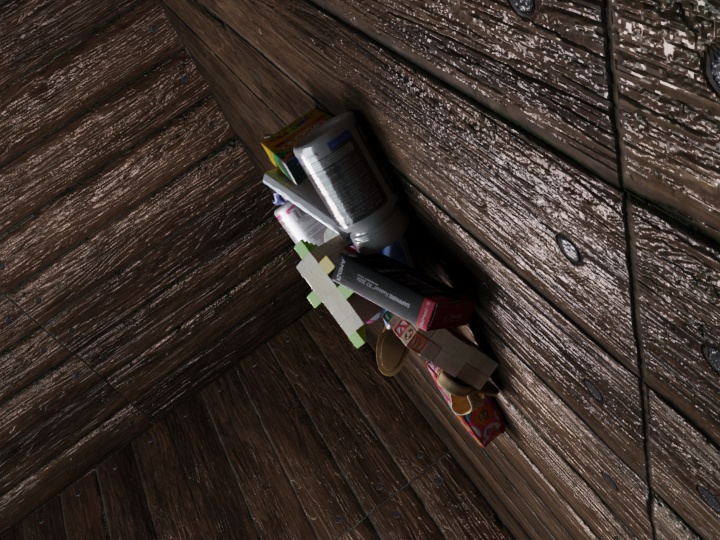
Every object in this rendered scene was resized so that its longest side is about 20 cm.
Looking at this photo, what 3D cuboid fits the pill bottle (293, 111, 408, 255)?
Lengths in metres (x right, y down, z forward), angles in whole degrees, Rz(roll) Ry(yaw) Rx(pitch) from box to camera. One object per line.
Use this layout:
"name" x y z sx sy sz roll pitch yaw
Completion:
"pill bottle" -0.010 -0.134 1.037 0.202 0.113 0.114 59 172 -20

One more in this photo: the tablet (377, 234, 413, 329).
"tablet" 0.055 0.002 1.205 0.202 0.013 0.132 105 153 -52

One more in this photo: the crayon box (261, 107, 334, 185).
"crayon box" -0.102 -0.230 1.183 0.051 0.126 0.200 59 172 -29

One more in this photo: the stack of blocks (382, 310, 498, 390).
"stack of blocks" 0.142 0.126 1.121 0.199 0.059 0.115 35 -175 -27

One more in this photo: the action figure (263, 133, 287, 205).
"action figure" -0.114 -0.221 1.470 0.197 0.105 0.196 -3 120 29

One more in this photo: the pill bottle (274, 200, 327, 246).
"pill bottle" -0.084 -0.076 1.404 0.201 0.113 0.113 55 173 -9

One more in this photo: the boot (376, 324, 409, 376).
"boot" 0.083 0.140 1.503 0.155 0.075 0.204 57 -144 -77

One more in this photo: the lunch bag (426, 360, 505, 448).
"lunch bag" 0.222 0.271 1.438 0.202 0.081 0.176 58 174 -22

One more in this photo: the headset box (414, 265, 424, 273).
"headset box" 0.106 0.067 1.319 0.202 0.077 0.149 57 173 -24

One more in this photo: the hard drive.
"hard drive" -0.066 -0.132 1.213 0.199 0.027 0.131 35 -149 18

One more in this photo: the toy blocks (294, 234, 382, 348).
"toy blocks" -0.015 0.015 1.157 0.201 0.136 0.100 52 132 5

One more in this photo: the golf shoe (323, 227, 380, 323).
"golf shoe" 0.000 0.000 1.243 0.075 0.091 0.203 -26 -86 -53

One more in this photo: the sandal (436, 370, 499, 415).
"sandal" 0.182 0.228 1.201 0.077 0.070 0.211 35 -172 31

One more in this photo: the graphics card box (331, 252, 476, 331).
"graphics card box" 0.066 0.029 1.031 0.198 0.052 0.124 28 -162 34
